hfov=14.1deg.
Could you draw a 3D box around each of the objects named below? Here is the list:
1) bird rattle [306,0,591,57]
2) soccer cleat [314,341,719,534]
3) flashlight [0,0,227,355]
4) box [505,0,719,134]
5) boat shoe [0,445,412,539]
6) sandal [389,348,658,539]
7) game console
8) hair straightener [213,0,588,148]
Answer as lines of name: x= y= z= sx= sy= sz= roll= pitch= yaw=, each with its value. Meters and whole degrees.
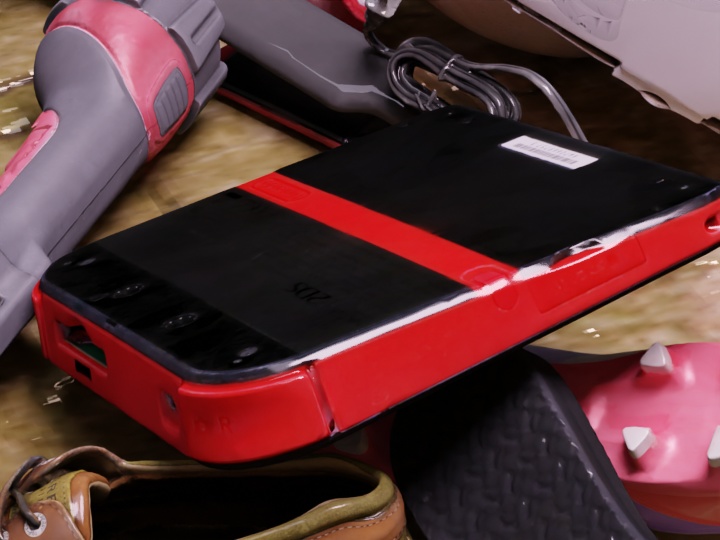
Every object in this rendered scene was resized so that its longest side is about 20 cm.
bird rattle: x=0.052 y=-0.148 z=1.149 sx=0.163 sy=0.113 sz=0.200 roll=29 pitch=39 yaw=3
soccer cleat: x=0.054 y=0.051 z=0.911 sx=0.200 sy=0.076 sz=0.067 roll=3 pitch=61 yaw=32
flashlight: x=-0.116 y=-0.034 z=1.023 sx=0.068 sy=0.068 sz=0.200 roll=40 pitch=46 yaw=-4
box: x=0.135 y=-0.140 z=1.069 sx=0.200 sy=0.097 sz=0.177 roll=30 pitch=33 yaw=-15
boat shoe: x=-0.085 y=0.082 z=0.851 sx=0.200 sy=0.068 sz=0.072 roll=-4 pitch=37 yaw=-4
sandal: x=0.071 y=0.102 z=0.817 sx=0.075 sy=0.048 sz=0.200 roll=-39 pitch=50 yaw=21
game console: x=0.000 y=0.000 z=0.906 sx=0.177 sy=0.031 sz=0.200 roll=-21 pitch=19 yaw=-19
hair straightener: x=0.011 y=-0.064 z=1.052 sx=0.041 sy=0.077 sz=0.200 roll=-39 pitch=51 yaw=-24
